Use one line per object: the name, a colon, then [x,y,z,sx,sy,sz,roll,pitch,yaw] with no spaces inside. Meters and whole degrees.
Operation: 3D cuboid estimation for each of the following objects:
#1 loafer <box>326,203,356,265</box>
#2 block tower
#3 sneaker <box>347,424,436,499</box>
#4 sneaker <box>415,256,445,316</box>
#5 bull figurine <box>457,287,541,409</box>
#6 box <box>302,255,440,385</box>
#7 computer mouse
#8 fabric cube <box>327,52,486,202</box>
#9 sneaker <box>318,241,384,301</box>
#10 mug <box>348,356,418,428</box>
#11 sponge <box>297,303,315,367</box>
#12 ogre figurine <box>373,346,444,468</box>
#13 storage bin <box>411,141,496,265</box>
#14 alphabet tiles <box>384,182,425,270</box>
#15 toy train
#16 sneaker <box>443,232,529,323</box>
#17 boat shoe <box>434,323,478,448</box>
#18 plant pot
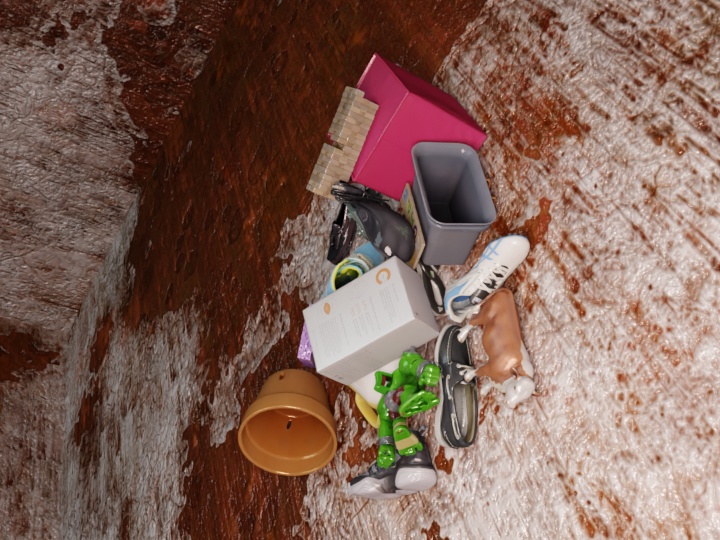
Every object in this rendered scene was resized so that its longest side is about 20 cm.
loafer: [-0.040,-0.114,1.732,0.072,0.062,0.203,34,102,58]
block tower: [-0.032,-0.232,1.415,0.054,0.057,0.203,33,103,58]
sneaker: [0.054,0.332,1.341,0.199,0.075,0.115,-27,51,41]
sneaker: [0.095,0.013,1.441,0.115,0.075,0.203,-37,47,40]
bull figurine: [0.216,0.129,1.197,0.121,0.065,0.203,-32,48,41]
box: [0.016,0.088,1.304,0.198,0.097,0.126,-30,56,20]
computer mouse: [0.038,-0.093,1.351,0.053,0.137,0.201,-57,41,25]
fabric cube: [0.084,-0.262,1.489,0.201,0.197,0.197,-56,35,23]
sneaker: [0.000,0.000,1.414,0.201,0.079,0.131,-57,-3,-33]
mug: [0.041,0.186,1.412,0.149,0.188,0.153,-37,43,-7]
sponge: [-0.102,0.142,1.622,0.200,0.029,0.113,89,-168,-79]
ogre figurine: [0.071,0.211,1.256,0.120,0.096,0.203,-105,15,-58]
storage bin: [0.159,-0.112,1.373,0.135,0.143,0.202,104,162,-50]
alphabet tiles: [0.072,-0.031,1.421,0.169,0.007,0.202,-101,23,-45]
toy train: [0.019,-0.112,1.529,0.085,0.201,0.114,-32,41,1]
sneaker: [0.210,0.015,1.263,0.200,0.071,0.073,-49,32,38]
boat shoe: [0.164,0.187,1.251,0.060,0.075,0.204,-14,74,54]
plant pot: [-0.143,0.299,1.568,0.201,0.198,0.141,-50,21,30]
